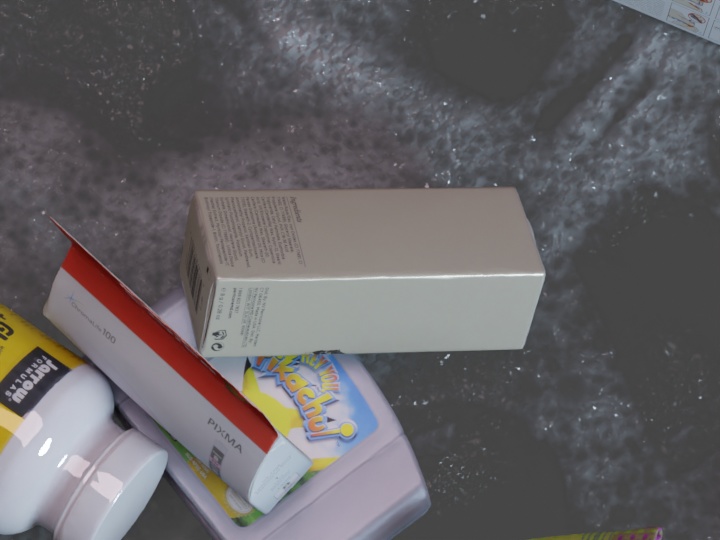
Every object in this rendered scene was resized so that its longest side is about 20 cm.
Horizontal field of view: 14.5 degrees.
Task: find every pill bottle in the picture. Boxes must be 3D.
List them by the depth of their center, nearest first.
[{"bbox_3d":[-0.214,0.081,1.632,0.200,0.112,0.112,33,73,10],"label":"pill bottle"}]

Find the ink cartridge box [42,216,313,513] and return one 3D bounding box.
[{"bbox_3d":[-0.110,0.057,1.559,0.163,0.200,0.057,41,90,12],"label":"ink cartridge box"}]

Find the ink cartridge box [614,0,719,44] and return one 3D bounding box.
[{"bbox_3d":[0.194,-0.257,1.773,0.200,0.084,0.176,24,72,7],"label":"ink cartridge box"}]

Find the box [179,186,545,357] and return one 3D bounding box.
[{"bbox_3d":[0.000,0.000,1.654,0.200,0.068,0.082,0,44,-15],"label":"box"}]

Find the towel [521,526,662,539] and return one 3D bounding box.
[{"bbox_3d":[0.090,0.233,1.526,0.144,0.023,0.200,-10,49,34],"label":"towel"}]

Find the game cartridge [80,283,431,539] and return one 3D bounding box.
[{"bbox_3d":[-0.056,0.091,1.673,0.133,0.040,0.200,-36,75,-16],"label":"game cartridge"}]
